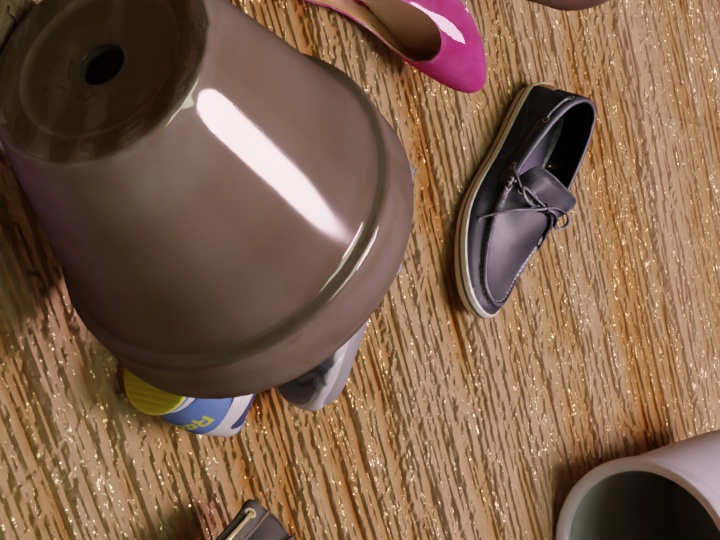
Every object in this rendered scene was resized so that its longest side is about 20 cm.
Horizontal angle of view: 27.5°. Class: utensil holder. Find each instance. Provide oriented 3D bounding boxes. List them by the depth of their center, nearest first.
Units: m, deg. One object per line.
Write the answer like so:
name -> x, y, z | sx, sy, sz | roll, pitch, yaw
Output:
utensil holder -> 0.290, 0.225, 1.251 | 0.200, 0.169, 0.171 | -9, 100, -49

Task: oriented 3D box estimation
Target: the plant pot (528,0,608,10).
plant pot -> 0.099, -0.292, 1.002 | 0.174, 0.200, 0.201 | 8, 87, -29

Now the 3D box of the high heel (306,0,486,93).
high heel -> 0.011, -0.165, 0.973 | 0.200, 0.067, 0.096 | 48, 49, -33

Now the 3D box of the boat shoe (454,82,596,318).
boat shoe -> 0.127, -0.056, 1.124 | 0.075, 0.062, 0.201 | 42, 64, -43

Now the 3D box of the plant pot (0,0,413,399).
plant pot -> -0.091, -0.060, 0.749 | 0.201, 0.199, 0.174 | -67, 151, -20

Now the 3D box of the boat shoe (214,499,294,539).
boat shoe -> -0.119, 0.215, 0.873 | 0.201, 0.072, 0.060 | -36, 78, -27

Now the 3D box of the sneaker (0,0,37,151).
sneaker -> -0.222, -0.118, 0.737 | 0.200, 0.112, 0.072 | 67, 38, -69

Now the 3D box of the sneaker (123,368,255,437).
sneaker -> -0.069, 0.012, 0.907 | 0.082, 0.074, 0.201 | 43, 69, -43

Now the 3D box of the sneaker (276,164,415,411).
sneaker -> 0.000, 0.000, 0.975 | 0.082, 0.075, 0.201 | 30, 71, -43
